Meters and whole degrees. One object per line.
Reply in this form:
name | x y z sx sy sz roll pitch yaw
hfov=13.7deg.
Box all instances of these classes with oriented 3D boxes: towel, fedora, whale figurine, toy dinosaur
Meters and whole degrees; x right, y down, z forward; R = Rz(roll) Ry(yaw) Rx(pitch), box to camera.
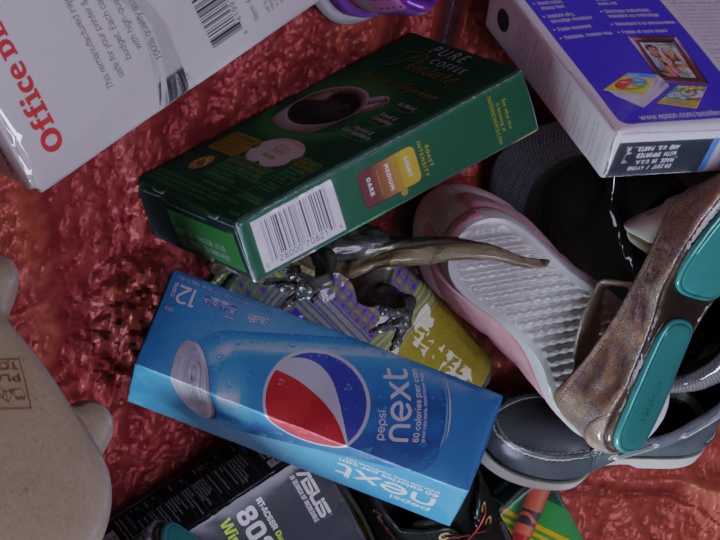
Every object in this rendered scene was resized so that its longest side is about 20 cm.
towel | -0.012 0.052 1.790 0.144 0.023 0.200 -48 124 -10
fedora | 0.179 -0.026 1.826 0.200 0.177 0.090 58 40 -14
whale figurine | -0.213 0.090 1.620 0.159 0.104 0.200 -1 65 -33
toy dinosaur | 0.000 0.000 1.678 0.088 0.200 0.048 -65 157 -55

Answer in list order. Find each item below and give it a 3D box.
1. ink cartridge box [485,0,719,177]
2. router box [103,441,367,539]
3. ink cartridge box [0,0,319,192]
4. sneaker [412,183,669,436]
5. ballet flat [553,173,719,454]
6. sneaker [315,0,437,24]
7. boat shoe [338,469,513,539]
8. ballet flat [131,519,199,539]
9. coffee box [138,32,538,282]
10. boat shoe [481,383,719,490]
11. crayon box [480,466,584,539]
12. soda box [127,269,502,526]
ink cartridge box | 0.179 -0.136 1.769 0.198 0.200 0.043 -5 136 -30
router box | -0.059 0.204 1.768 0.150 0.062 0.200 -34 120 -10
ink cartridge box | -0.141 -0.160 1.603 0.200 0.084 0.146 -35 120 -18
sneaker | 0.105 0.020 1.798 0.075 0.105 0.200 -45 118 0
ballet flat | 0.171 0.008 1.724 0.068 0.067 0.200 25 97 -55
sneaker | 0.058 -0.215 1.712 0.200 0.088 0.080 -50 123 -11
boat shoe | 0.042 0.144 1.782 0.074 0.063 0.201 -42 113 -16
ballet flat | -0.071 0.211 1.700 0.200 0.072 0.072 40 82 -31
coffee box | -0.012 -0.066 1.693 0.200 0.123 0.044 -30 117 -23
boat shoe | 0.151 0.089 1.865 0.200 0.073 0.062 -1 142 -39
crayon box | 0.100 0.230 1.899 0.127 0.051 0.200 -40 122 -16
soda box | -0.027 0.072 1.683 0.200 0.068 0.064 20 68 0
